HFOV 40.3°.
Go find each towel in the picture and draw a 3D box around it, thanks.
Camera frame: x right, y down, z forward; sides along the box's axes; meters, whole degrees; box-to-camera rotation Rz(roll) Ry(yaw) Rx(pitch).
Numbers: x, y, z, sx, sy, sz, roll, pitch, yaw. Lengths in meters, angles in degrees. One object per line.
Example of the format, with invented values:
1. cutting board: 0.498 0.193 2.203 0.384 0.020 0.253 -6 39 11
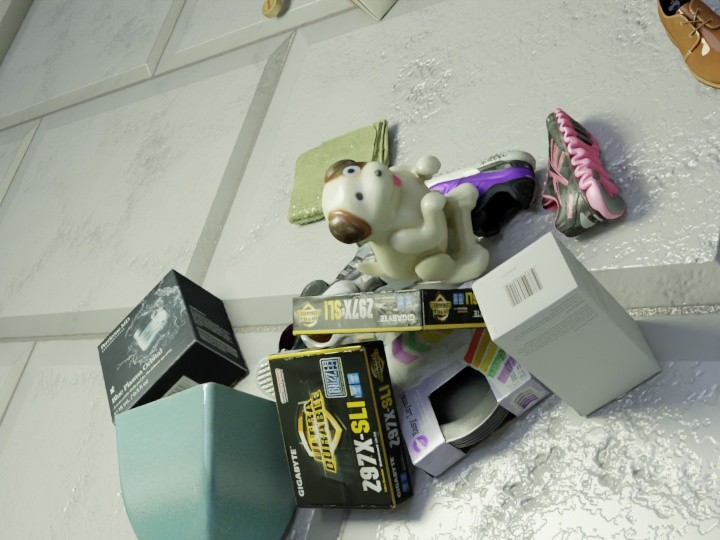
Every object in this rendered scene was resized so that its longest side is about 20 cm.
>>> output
1. towel: -0.035 -0.155 1.588 0.199 0.036 0.149 -18 51 35

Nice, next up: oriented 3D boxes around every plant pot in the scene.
1. plant pot: -0.199 0.287 1.309 0.196 0.195 0.201 -22 58 33

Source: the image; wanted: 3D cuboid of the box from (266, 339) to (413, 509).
1. box: -0.027 0.194 1.222 0.159 0.049 0.202 -9 92 35

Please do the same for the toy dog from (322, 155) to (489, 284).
1. toy dog: 0.038 -0.072 1.236 0.193 0.199 0.141 -18 58 37

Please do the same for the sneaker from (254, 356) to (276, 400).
1. sneaker: -0.041 0.174 1.326 0.199 0.105 0.076 30 100 21

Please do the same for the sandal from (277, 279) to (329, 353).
1. sandal: -0.092 0.099 1.446 0.075 0.048 0.202 -16 51 37

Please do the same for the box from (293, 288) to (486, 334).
1. box: 0.042 0.049 1.167 0.199 0.159 0.050 -5 84 40

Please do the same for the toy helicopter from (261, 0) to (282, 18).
1. toy helicopter: -0.170 -0.609 2.032 0.132 0.079 0.201 -4 63 44

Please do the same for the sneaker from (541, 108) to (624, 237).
1. sneaker: 0.260 -0.123 1.248 0.095 0.079 0.201 -42 37 31

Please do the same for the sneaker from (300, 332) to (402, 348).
1. sneaker: 0.010 0.077 1.335 0.199 0.081 0.077 -25 45 29

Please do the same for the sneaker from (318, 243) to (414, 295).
1. sneaker: 0.000 0.000 1.411 0.199 0.075 0.114 -33 42 15

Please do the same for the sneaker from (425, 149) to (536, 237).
1. sneaker: 0.147 -0.085 1.326 0.199 0.069 0.100 -24 50 33

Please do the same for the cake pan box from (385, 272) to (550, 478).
1. cake pan box: 0.121 0.129 1.210 0.184 0.052 0.201 -40 40 19

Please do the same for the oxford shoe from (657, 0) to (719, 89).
1. oxford shoe: 0.418 -0.289 1.206 0.071 0.071 0.201 -40 42 14

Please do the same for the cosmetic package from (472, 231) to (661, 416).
1. cosmetic package: 0.220 0.063 1.038 0.107 0.200 0.085 -34 44 18

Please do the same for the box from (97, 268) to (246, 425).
1. box: -0.308 0.142 1.578 0.197 0.117 0.200 -44 38 11

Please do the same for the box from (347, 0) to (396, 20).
1. box: 0.000 -0.564 1.799 0.128 0.109 0.200 -48 39 6
